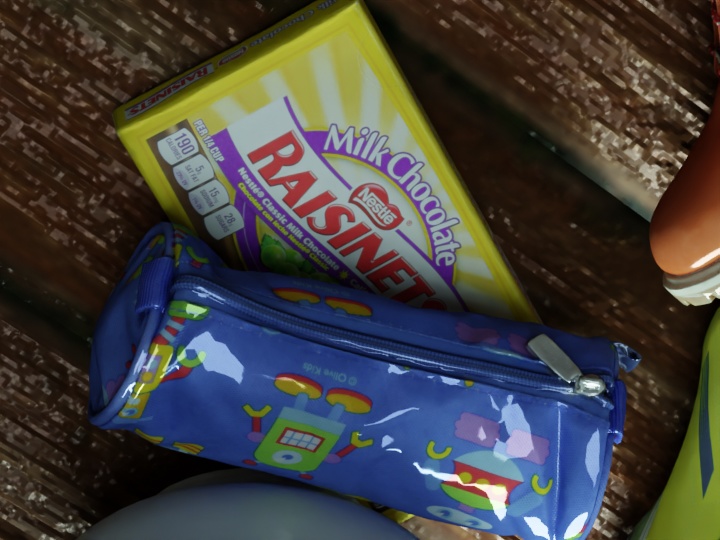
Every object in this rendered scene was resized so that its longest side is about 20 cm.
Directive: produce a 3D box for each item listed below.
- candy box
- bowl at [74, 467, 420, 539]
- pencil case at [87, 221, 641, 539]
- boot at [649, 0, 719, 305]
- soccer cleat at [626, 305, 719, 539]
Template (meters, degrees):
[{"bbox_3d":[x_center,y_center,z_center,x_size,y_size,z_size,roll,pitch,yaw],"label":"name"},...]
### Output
[{"bbox_3d":[0.000,0.000,0.969,0.102,0.026,0.200,-29,115,4],"label":"candy box"},{"bbox_3d":[-0.040,0.138,0.974,0.200,0.091,0.201,1,141,1],"label":"bowl"},{"bbox_3d":[0.003,0.042,0.930,0.199,0.078,0.087,15,143,-13],"label":"pencil case"},{"bbox_3d":[0.147,-0.087,0.926,0.107,0.075,0.200,30,99,-15],"label":"boot"},{"bbox_3d":[0.150,0.082,0.992,0.064,0.084,0.201,17,111,-13],"label":"soccer cleat"}]
